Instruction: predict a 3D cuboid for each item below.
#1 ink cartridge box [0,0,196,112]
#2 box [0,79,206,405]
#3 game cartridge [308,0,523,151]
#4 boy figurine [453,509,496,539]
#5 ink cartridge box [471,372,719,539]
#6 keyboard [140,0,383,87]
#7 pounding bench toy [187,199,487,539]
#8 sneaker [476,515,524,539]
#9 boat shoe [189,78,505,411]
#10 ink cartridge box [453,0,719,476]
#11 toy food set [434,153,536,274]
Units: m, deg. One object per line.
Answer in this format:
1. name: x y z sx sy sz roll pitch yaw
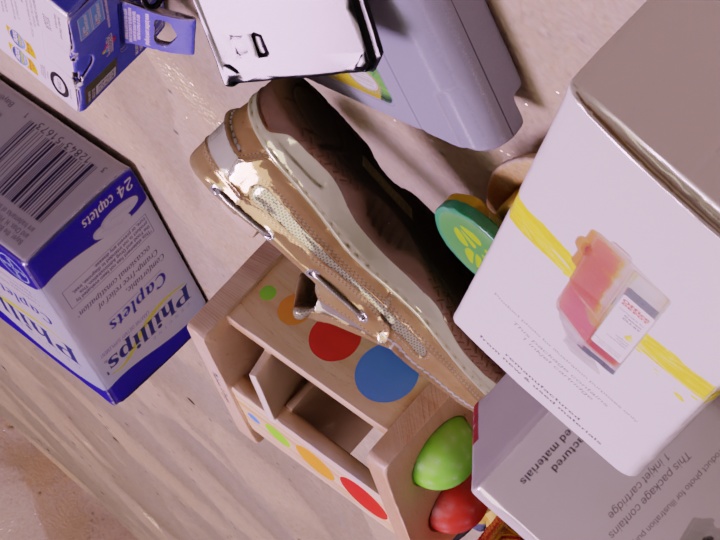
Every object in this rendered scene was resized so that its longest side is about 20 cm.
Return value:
1. ink cartridge box: -0.174 -0.169 1.070 0.200 0.076 0.136 41 165 6
2. box: -0.230 -0.026 1.510 0.184 0.105 0.200 34 162 32
3. game cartridge: -0.024 -0.131 0.888 0.200 0.040 0.134 28 154 43
4. boy figurine: 0.062 0.135 1.293 0.124 0.064 0.200 46 167 2
5. ink cartridge box: 0.141 0.102 0.767 0.200 0.083 0.147 42 -172 -3
6. keyboard: -0.056 -0.168 0.807 0.104 0.040 0.200 -1 122 30
7. pounding bench toy: 0.012 0.036 1.055 0.156 0.124 0.200 34 161 28
8. sneaker: 0.082 0.146 1.077 0.073 0.077 0.200 18 -163 17
9. boat shoe: 0.000 0.000 0.969 0.200 0.076 0.072 49 -159 -17
10. ink cartridge box: 0.115 -0.036 0.602 0.083 0.145 0.200 42 163 7
11. toy food set: 0.125 0.028 0.903 0.200 0.049 0.198 53 162 -29
